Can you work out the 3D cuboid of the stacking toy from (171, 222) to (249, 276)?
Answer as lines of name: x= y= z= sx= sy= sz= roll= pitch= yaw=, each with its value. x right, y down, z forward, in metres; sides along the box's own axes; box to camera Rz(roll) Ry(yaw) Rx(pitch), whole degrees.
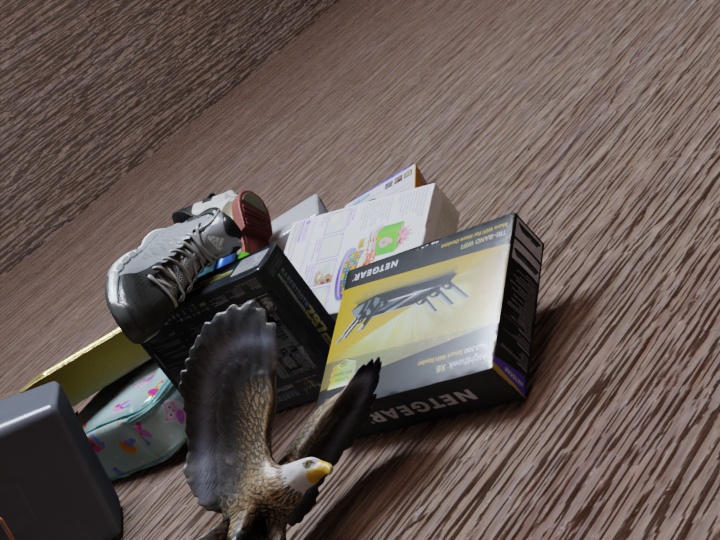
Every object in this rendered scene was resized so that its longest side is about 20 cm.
stacking toy: x=-0.139 y=0.008 z=1.312 sx=0.085 sy=0.197 sz=0.087 roll=-166 pitch=90 yaw=-84

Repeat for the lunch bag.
lunch bag: x=-0.251 y=0.158 z=1.269 sx=0.198 sy=0.077 sz=0.161 roll=-24 pitch=22 yaw=36

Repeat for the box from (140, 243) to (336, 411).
box: x=-0.121 y=0.075 z=1.131 sx=0.198 sy=0.159 sz=0.051 roll=-22 pitch=24 yaw=34

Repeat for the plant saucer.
plant saucer: x=-0.296 y=0.102 z=1.303 sx=0.198 sy=0.049 sz=0.200 roll=-31 pitch=6 yaw=-10

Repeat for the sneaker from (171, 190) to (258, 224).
sneaker: x=-0.249 y=-0.098 z=1.936 sx=0.198 sy=0.075 sz=0.089 roll=-2 pitch=35 yaw=42

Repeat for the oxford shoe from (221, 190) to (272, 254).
oxford shoe: x=-0.149 y=0.001 z=1.408 sx=0.074 sy=0.070 sz=0.203 roll=-29 pitch=54 yaw=35

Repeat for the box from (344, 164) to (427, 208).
box: x=0.031 y=-0.072 z=1.432 sx=0.118 sy=0.042 sz=0.201 roll=-29 pitch=16 yaw=15

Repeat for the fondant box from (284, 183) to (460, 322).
fondant box: x=0.000 y=0.000 z=1.171 sx=0.198 sy=0.058 sz=0.146 roll=-14 pitch=48 yaw=36

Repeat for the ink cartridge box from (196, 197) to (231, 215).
ink cartridge box: x=-0.267 y=-0.027 z=1.788 sx=0.115 sy=0.067 sz=0.201 roll=-24 pitch=21 yaw=30

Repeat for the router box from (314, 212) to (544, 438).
router box: x=0.060 y=0.052 z=0.966 sx=0.198 sy=0.052 sz=0.159 roll=-20 pitch=44 yaw=38

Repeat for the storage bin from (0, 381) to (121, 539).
storage bin: x=-0.332 y=0.218 z=1.104 sx=0.133 sy=0.203 sz=0.146 roll=-25 pitch=17 yaw=-6

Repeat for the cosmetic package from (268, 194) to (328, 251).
cosmetic package: x=-0.123 y=-0.013 z=1.499 sx=0.198 sy=0.075 sz=0.102 roll=-30 pitch=19 yaw=8

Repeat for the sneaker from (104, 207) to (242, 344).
sneaker: x=-0.173 y=-0.012 z=1.074 sx=0.114 sy=0.076 sz=0.201 roll=-27 pitch=21 yaw=16

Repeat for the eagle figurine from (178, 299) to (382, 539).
eagle figurine: x=-0.067 y=0.149 z=0.855 sx=0.148 sy=0.152 sz=0.203 roll=-3 pitch=57 yaw=16
